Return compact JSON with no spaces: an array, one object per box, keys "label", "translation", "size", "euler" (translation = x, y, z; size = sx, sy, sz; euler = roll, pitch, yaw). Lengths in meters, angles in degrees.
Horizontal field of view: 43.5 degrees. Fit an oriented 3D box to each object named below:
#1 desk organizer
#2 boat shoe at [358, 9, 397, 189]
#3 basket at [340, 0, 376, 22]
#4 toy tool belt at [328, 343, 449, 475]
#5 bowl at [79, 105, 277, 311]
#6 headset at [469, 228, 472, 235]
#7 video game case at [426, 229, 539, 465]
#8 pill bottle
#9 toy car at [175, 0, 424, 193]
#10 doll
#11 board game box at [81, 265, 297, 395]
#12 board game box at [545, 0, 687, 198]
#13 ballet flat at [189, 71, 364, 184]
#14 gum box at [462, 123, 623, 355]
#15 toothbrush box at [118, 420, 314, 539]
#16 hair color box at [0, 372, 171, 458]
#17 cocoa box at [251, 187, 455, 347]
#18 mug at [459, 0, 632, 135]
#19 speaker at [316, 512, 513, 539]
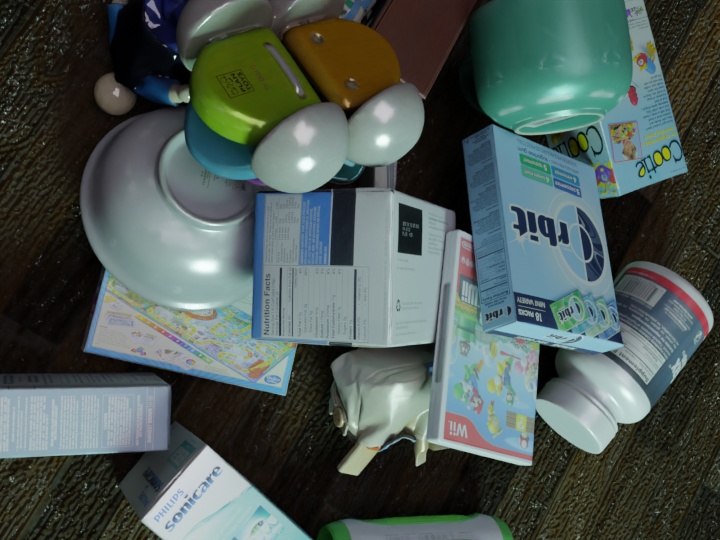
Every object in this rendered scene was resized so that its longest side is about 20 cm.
[{"label":"desk organizer","translation":[0.053,-0.244,0.884],"size":[0.077,0.072,0.201],"euler":[34,61,-13]},{"label":"boat shoe","translation":[0.033,-0.168,0.932],"size":[0.071,0.070,0.202],"euler":[0,86,-16]},{"label":"basket","translation":[-0.066,-0.316,0.856],"size":[0.200,0.139,0.177],"euler":[39,76,-24]},{"label":"toy tool belt","translation":[0.061,0.133,0.927],"size":[0.199,0.125,0.124],"euler":[-11,115,-34]},{"label":"bowl","translation":[-0.147,-0.071,0.820],"size":[0.200,0.090,0.203],"euler":[8,70,-24]},{"label":"headset","translation":[0.165,-0.033,0.972],"size":[0.123,0.094,0.201],"euler":[-18,80,-21]},{"label":"video game case","translation":[0.125,0.077,0.874],"size":[0.143,0.017,0.201],"euler":[22,68,-40]},{"label":"pill bottle","translation":[0.289,0.099,1.008],"size":[0.120,0.119,0.200],"euler":[47,75,-15]},{"label":"toy car","translation":[-0.062,-0.137,0.748],"size":[0.199,0.150,0.176],"euler":[-24,74,-41]},{"label":"doll","translation":[-0.175,-0.206,0.799],"size":[0.048,0.200,0.137],"euler":[-9,65,-57]},{"label":"board game box","translation":[-0.153,0.034,0.875],"size":[0.199,0.034,0.135],"euler":[16,84,-21]},{"label":"board game box","translation":[0.269,-0.188,1.010],"size":[0.104,0.103,0.201],"euler":[-19,96,-23]},{"label":"ballet flat","translation":[-0.079,-0.158,0.887],"size":[0.200,0.072,0.072],"euler":[34,78,-19]},{"label":"gum box","translation":[0.183,-0.027,0.902],"size":[0.169,0.044,0.201],"euler":[14,64,-39]},{"label":"toothbrush box","translation":[-0.115,0.242,0.830],"size":[0.200,0.146,0.085],"euler":[45,74,-14]},{"label":"hair color box","translation":[-0.274,0.124,0.790],"size":[0.199,0.099,0.061],"euler":[2,89,-22]},{"label":"cocoa box","translation":[0.000,0.000,0.834],"size":[0.130,0.200,0.134],"euler":[1,88,21]},{"label":"mug","translation":[0.184,-0.195,0.887],"size":[0.151,0.185,0.115],"euler":[-7,87,-1]},{"label":"speaker","translation":[0.057,0.296,0.931],"size":[0.199,0.088,0.089],"euler":[4,88,-22]}]
